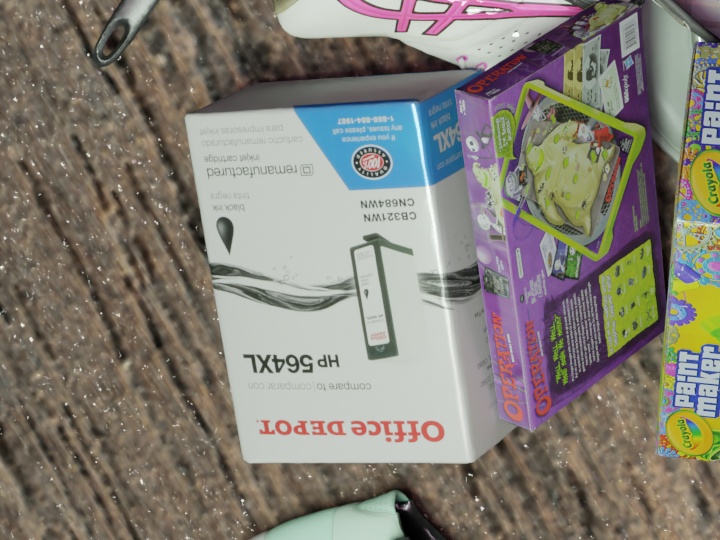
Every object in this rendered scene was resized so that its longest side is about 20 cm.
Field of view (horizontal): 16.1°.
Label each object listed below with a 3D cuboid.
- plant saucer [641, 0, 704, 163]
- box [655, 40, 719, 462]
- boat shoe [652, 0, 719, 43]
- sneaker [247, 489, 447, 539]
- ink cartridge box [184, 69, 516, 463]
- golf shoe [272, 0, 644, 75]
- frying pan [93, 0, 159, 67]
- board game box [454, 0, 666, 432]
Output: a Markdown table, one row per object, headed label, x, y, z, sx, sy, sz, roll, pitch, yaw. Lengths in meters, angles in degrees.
| label | x | y | z | sx | sy | sz | roll | pitch | yaw |
| --- | --- | --- | --- | --- | --- | --- | --- | --- | --- |
| plant saucer | 0.230 | -0.130 | 1.345 | 0.200 | 0.050 | 0.200 | 2 | 104 | 8 |
| box | 0.252 | 0.002 | 1.285 | 0.192 | 0.122 | 0.200 | 6 | 143 | 7 |
| boat shoe | 0.214 | -0.124 | 1.286 | 0.200 | 0.066 | 0.070 | 37 | 106 | -4 |
| sneaker | 0.026 | 0.223 | 1.442 | 0.118 | 0.074 | 0.201 | -25 | 95 | 20 |
| ink cartridge box | 0.000 | 0.000 | 1.371 | 0.146 | 0.084 | 0.200 | -2 | 105 | 28 |
| golf shoe | 0.051 | -0.138 | 1.354 | 0.200 | 0.073 | 0.092 | -7 | 99 | 15 |
| frying pan | -0.073 | -0.191 | 1.387 | 0.115 | 0.031 | 0.190 | 14 | 108 | 5 |
| board game box | 0.108 | -0.029 | 1.327 | 0.032 | 0.120 | 0.200 | 18 | 130 | 37 |
